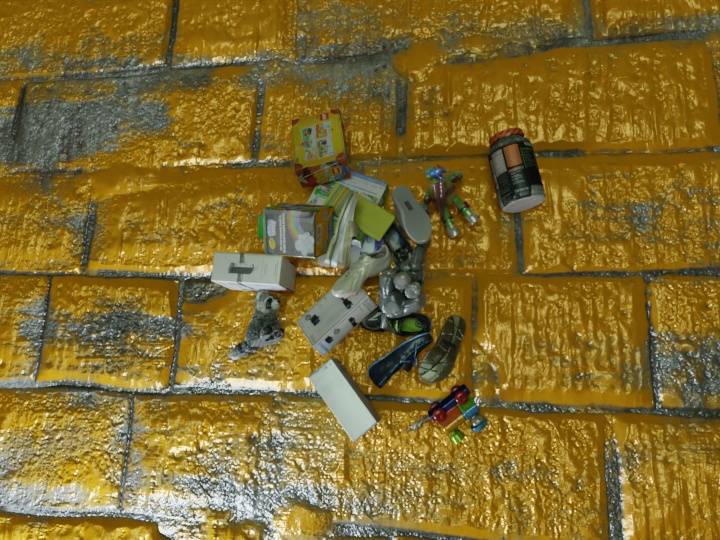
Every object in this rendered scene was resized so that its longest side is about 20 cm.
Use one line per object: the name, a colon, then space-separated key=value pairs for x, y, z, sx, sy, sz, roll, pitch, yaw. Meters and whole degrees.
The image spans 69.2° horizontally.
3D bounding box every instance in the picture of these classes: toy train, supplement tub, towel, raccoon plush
toy train: x=0.218 y=0.394 z=1.328 sx=0.199 sy=0.085 sz=0.117 roll=-38 pitch=89 yaw=0
supplement tub: x=0.415 y=-0.270 z=1.406 sx=0.120 sy=0.123 sz=0.204 roll=-11 pitch=77 yaw=6
towel: x=-0.006 y=-0.160 z=1.431 sx=0.198 sy=0.018 sz=0.087 roll=32 pitch=79 yaw=18
raccoon plush: x=-0.302 y=0.144 z=1.453 sx=0.197 sy=0.097 sz=0.136 roll=-24 pitch=68 yaw=4

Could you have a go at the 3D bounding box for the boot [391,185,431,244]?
boot: x=0.142 y=-0.131 z=1.413 sx=0.072 sy=0.096 sz=0.203 roll=-19 pitch=56 yaw=-1

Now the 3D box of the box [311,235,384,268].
box: x=-0.032 y=-0.065 z=1.477 sx=0.195 sy=0.042 sz=0.122 roll=8 pitch=79 yaw=8

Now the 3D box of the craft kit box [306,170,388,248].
craft kit box: x=-0.046 y=-0.187 z=1.477 sx=0.197 sy=0.049 sz=0.200 roll=22 pitch=68 yaw=15

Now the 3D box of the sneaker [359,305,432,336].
sneaker: x=0.092 y=0.135 z=1.391 sx=0.195 sy=0.083 sz=0.073 roll=5 pitch=90 yaw=11

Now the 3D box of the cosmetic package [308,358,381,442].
cosmetic package: x=-0.038 y=0.334 z=1.361 sx=0.084 sy=0.108 sz=0.201 roll=-37 pitch=74 yaw=0

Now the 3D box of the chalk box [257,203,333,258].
chalk box: x=-0.183 y=-0.111 z=1.399 sx=0.196 sy=0.124 sz=0.127 roll=7 pitch=105 yaw=20

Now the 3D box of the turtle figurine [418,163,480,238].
turtle figurine: x=0.234 y=-0.199 z=1.446 sx=0.143 sy=0.199 sz=0.196 roll=-36 pitch=95 yaw=-23

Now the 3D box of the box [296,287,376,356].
box: x=-0.064 y=0.118 z=1.409 sx=0.200 sy=0.060 sz=0.117 roll=-44 pitch=45 yaw=-2

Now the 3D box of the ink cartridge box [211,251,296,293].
ink cartridge box: x=-0.293 y=0.007 z=1.447 sx=0.195 sy=0.144 sz=0.086 roll=4 pitch=79 yaw=10

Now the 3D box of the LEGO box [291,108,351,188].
LEGO box: x=-0.114 y=-0.353 z=1.498 sx=0.146 sy=0.078 sz=0.203 roll=-11 pitch=58 yaw=6

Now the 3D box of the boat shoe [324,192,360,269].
boat shoe: x=-0.034 y=-0.102 z=1.381 sx=0.067 sy=0.075 sz=0.204 roll=17 pitch=88 yaw=2

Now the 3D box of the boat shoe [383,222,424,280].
boat shoe: x=0.112 y=-0.052 z=1.441 sx=0.068 sy=0.057 sz=0.202 roll=-30 pitch=77 yaw=2

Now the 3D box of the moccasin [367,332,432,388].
moccasin: x=0.114 y=0.240 z=1.378 sx=0.199 sy=0.080 sz=0.069 roll=-38 pitch=65 yaw=14

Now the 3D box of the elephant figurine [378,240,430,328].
elephant figurine: x=0.118 y=0.027 z=1.361 sx=0.152 sy=0.201 sz=0.144 roll=-13 pitch=113 yaw=20

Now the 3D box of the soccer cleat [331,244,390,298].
soccer cleat: x=0.000 y=0.000 z=1.369 sx=0.198 sy=0.079 sz=0.069 roll=-33 pitch=46 yaw=-29

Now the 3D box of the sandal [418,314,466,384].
sandal: x=0.219 y=0.212 z=1.378 sx=0.079 sy=0.054 sz=0.202 roll=28 pitch=69 yaw=7
